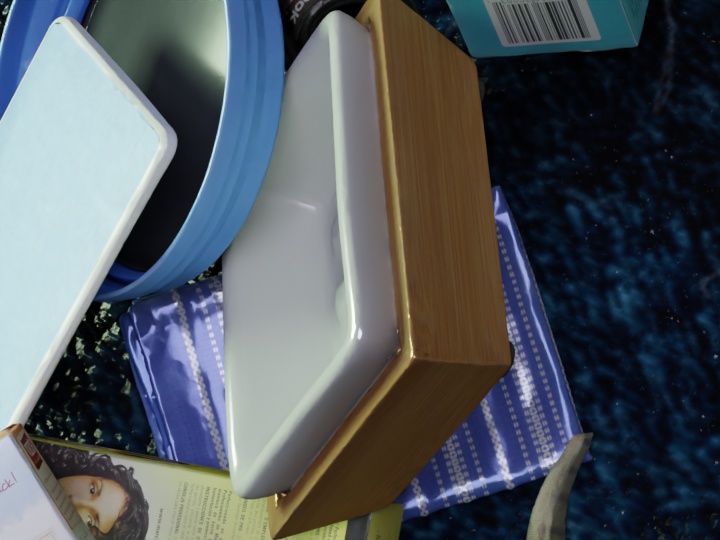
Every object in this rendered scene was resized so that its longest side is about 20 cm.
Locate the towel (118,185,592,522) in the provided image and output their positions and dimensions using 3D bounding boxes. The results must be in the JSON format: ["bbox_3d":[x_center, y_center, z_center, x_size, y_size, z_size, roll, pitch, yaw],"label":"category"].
[{"bbox_3d":[-0.005,0.053,1.348,0.200,0.024,0.145,-18,78,4],"label":"towel"}]

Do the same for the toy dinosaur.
[{"bbox_3d":[0.073,0.178,1.302,0.088,0.047,0.200,-3,79,-9],"label":"toy dinosaur"}]

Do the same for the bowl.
[{"bbox_3d":[-0.106,-0.084,1.322,0.201,0.039,0.201,-9,78,50],"label":"bowl"}]

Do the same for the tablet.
[{"bbox_3d":[-0.158,-0.008,1.317,0.200,0.014,0.130,-60,42,16],"label":"tablet"}]

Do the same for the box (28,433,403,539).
[{"bbox_3d":[-0.085,0.126,1.313,0.200,0.050,0.075,8,88,18],"label":"box"}]

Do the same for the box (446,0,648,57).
[{"bbox_3d":[0.100,-0.188,1.286,0.082,0.049,0.200,-2,50,23],"label":"box"}]

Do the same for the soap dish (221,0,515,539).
[{"bbox_3d":[0.000,0.000,1.248,0.081,0.157,0.200,11,52,-22],"label":"soap dish"}]

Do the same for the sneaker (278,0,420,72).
[{"bbox_3d":[-0.025,-0.137,1.351,0.071,0.098,0.200,-40,75,1],"label":"sneaker"}]

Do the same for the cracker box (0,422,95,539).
[{"bbox_3d":[-0.159,0.188,1.263,0.134,0.058,0.200,-31,94,0],"label":"cracker box"}]
